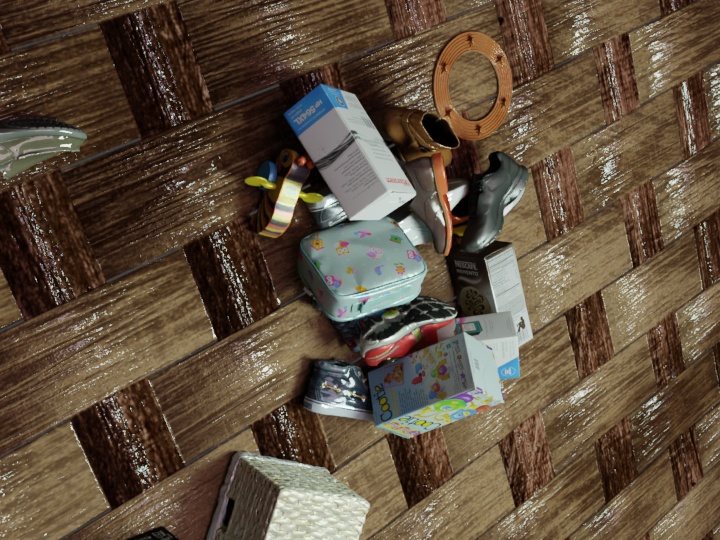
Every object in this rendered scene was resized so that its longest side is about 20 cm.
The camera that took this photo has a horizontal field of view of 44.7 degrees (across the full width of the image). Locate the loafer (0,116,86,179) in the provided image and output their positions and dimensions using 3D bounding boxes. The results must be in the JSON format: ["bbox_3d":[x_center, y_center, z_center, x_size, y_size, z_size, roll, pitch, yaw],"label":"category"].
[{"bbox_3d":[-0.464,-0.159,1.158,0.199,0.075,0.070,-10,114,-30],"label":"loafer"}]

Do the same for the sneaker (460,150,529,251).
[{"bbox_3d":[0.224,-0.126,1.585,0.091,0.076,0.200,37,71,-28],"label":"sneaker"}]

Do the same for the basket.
[{"bbox_3d":[-0.123,0.424,1.431,0.200,0.161,0.199,20,86,-35],"label":"basket"}]

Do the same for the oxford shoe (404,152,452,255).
[{"bbox_3d":[0.119,-0.111,1.516,0.072,0.071,0.200,-8,123,6],"label":"oxford shoe"}]

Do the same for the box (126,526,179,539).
[{"bbox_3d":[-0.315,0.469,1.271,0.163,0.200,0.086,-14,104,-34],"label":"box"}]

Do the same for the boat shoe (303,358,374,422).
[{"bbox_3d":[-0.003,0.211,1.539,0.200,0.071,0.091,13,91,-35],"label":"boat shoe"}]

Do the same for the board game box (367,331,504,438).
[{"bbox_3d":[0.127,0.200,1.497,0.103,0.200,0.105,30,43,-47],"label":"board game box"}]

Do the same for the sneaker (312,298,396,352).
[{"bbox_3d":[-0.004,0.094,1.518,0.200,0.079,0.096,20,87,-36],"label":"sneaker"}]

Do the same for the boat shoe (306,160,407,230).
[{"bbox_3d":[0.003,-0.127,1.493,0.200,0.072,0.068,-28,111,-27],"label":"boat shoe"}]

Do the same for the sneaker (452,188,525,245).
[{"bbox_3d":[0.238,-0.141,1.662,0.200,0.070,0.090,-49,124,-18],"label":"sneaker"}]

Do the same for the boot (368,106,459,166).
[{"bbox_3d":[0.123,-0.227,1.513,0.200,0.155,0.077,31,78,-35],"label":"boot"}]

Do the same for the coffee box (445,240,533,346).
[{"bbox_3d":[0.245,0.046,1.670,0.080,0.113,0.201,-27,111,-30],"label":"coffee box"}]

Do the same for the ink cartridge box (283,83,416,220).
[{"bbox_3d":[-0.013,-0.181,1.375,0.200,0.084,0.146,59,19,8],"label":"ink cartridge box"}]

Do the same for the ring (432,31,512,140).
[{"bbox_3d":[0.217,-0.346,1.649,0.200,0.019,0.201,-5,99,-35],"label":"ring"}]

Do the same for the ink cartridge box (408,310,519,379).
[{"bbox_3d":[0.182,0.147,1.582,0.199,0.067,0.116,-9,133,5],"label":"ink cartridge box"}]

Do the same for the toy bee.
[{"bbox_3d":[-0.120,-0.149,1.378,0.131,0.109,0.201,-11,103,-30],"label":"toy bee"}]

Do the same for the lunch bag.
[{"bbox_3d":[0.000,0.000,1.450,0.200,0.161,0.077,-17,147,-27],"label":"lunch bag"}]

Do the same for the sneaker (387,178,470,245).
[{"bbox_3d":[0.121,-0.100,1.591,0.200,0.070,0.080,-34,120,-19],"label":"sneaker"}]

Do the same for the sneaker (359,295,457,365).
[{"bbox_3d":[0.078,0.106,1.517,0.200,0.077,0.085,-19,131,-29],"label":"sneaker"}]
